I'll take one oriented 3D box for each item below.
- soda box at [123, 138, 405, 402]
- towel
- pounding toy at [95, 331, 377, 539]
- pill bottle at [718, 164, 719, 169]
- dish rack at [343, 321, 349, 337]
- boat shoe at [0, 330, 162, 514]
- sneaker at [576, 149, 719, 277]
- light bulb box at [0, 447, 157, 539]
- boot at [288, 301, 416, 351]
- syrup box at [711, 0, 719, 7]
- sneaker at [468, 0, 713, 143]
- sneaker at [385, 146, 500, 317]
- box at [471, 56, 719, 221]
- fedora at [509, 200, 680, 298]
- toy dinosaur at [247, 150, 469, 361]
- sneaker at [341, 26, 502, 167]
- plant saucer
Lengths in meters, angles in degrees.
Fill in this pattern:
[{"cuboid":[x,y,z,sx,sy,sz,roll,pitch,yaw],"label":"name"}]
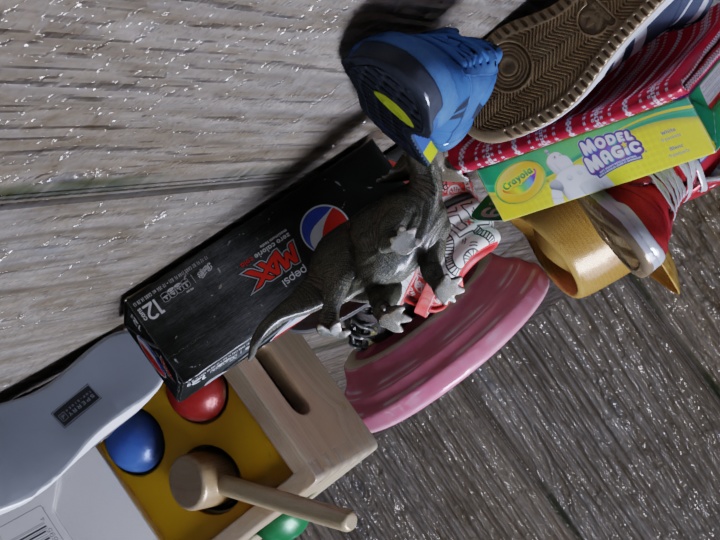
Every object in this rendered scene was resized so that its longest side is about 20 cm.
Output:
[{"cuboid":[-0.055,0.000,1.450,0.200,0.071,0.063,-34,172,-14],"label":"soda box"},{"cuboid":[0.153,-0.121,1.485,0.200,0.023,0.145,-18,-163,36],"label":"towel"},{"cuboid":[-0.092,0.132,1.599,0.184,0.200,0.142,-40,171,27],"label":"pounding toy"},{"cuboid":[0.259,-0.112,1.986,0.200,0.112,0.112,-33,172,-22],"label":"pill bottle"},{"cuboid":[0.033,-0.010,1.834,0.153,0.055,0.200,-37,172,0],"label":"dish rack"},{"cuboid":[-0.214,0.109,1.457,0.200,0.070,0.066,-40,174,-35],"label":"boat shoe"},{"cuboid":[0.210,-0.061,1.533,0.112,0.071,0.200,-32,-167,4],"label":"sneaker"},{"cuboid":[-0.242,0.244,1.628,0.125,0.198,0.200,-27,167,-40],"label":"light bulb box"},{"cuboid":[0.009,0.015,1.679,0.200,0.069,0.174,-38,161,-23],"label":"boot"},{"cuboid":[0.185,-0.144,1.603,0.200,0.079,0.081,-41,171,33],"label":"syrup box"},{"cuboid":[0.154,-0.155,1.435,0.200,0.070,0.108,-42,169,21],"label":"sneaker"},{"cuboid":[0.000,0.000,1.549,0.201,0.108,0.067,-35,172,-5],"label":"sneaker"},{"cuboid":[0.167,-0.095,1.502,0.200,0.048,0.117,-21,-164,38],"label":"box"},{"cuboid":[0.173,-0.038,1.765,0.082,0.201,0.201,-36,172,-1],"label":"fedora"},{"cuboid":[0.010,-0.009,1.385,0.200,0.077,0.102,-49,-155,21],"label":"toy dinosaur"},{"cuboid":[0.040,-0.114,1.244,0.078,0.066,0.200,-46,173,-1],"label":"sneaker"},{"cuboid":[0.060,0.050,1.788,0.200,0.051,0.201,-38,-171,7],"label":"plant saucer"}]
